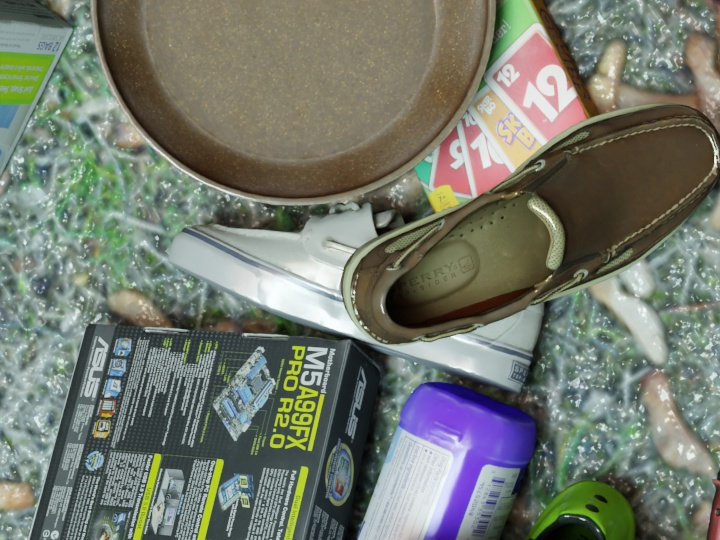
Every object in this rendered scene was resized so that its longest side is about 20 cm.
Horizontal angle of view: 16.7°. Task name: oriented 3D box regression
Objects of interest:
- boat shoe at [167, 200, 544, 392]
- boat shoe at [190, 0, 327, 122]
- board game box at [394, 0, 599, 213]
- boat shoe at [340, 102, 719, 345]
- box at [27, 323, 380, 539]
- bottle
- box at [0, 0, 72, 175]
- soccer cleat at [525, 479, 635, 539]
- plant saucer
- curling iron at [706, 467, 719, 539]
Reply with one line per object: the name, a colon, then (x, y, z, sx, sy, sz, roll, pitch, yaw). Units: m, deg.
boat shoe: (0.000, 0.000, 1.245, 0.199, 0.071, 0.070, 17, 85, 19)
boat shoe: (-0.071, -0.153, 1.267, 0.063, 0.071, 0.200, -44, 72, 14)
board game box: (0.042, -0.131, 1.245, 0.095, 0.030, 0.201, -28, 79, 19)
boat shoe: (0.090, -0.017, 1.166, 0.201, 0.075, 0.075, -29, 98, -6)
box: (-0.088, 0.130, 1.237, 0.159, 0.044, 0.201, 2, 67, 25)
bottle: (0.025, 0.157, 1.220, 0.065, 0.083, 0.201, 22, 95, 19)
box: (-0.259, -0.070, 1.316, 0.101, 0.112, 0.201, 32, 103, 16)
soccer cleat: (0.076, 0.196, 1.208, 0.067, 0.081, 0.201, 26, 101, 15)
plant saucer: (-0.033, -0.129, 1.210, 0.199, 0.037, 0.202, 0, 83, -3)
curling iron: (0.173, 0.110, 1.198, 0.049, 0.026, 0.201, 23, 99, 16)
